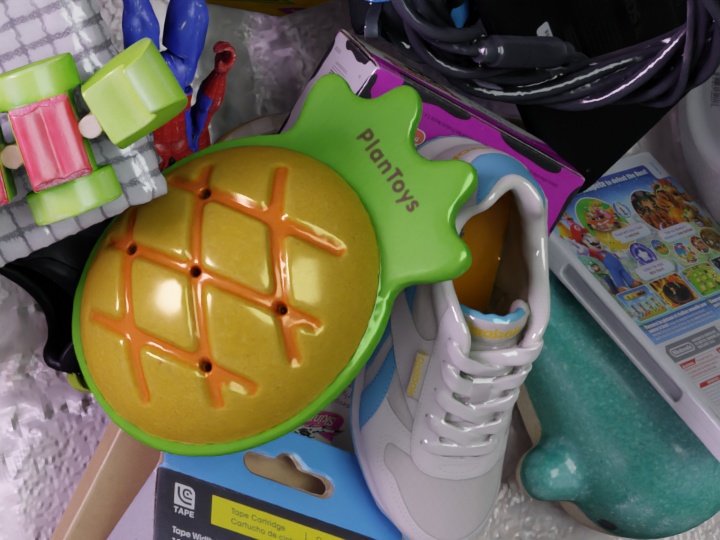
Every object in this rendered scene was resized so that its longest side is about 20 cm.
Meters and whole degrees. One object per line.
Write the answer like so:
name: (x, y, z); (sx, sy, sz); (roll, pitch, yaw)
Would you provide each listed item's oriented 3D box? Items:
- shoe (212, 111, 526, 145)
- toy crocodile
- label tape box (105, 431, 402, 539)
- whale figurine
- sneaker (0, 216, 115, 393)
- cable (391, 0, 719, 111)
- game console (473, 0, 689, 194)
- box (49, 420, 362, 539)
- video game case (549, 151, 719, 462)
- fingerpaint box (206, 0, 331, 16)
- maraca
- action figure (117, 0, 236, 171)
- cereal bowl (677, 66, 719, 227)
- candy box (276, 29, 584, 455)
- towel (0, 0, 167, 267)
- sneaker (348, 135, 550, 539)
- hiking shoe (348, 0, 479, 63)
shoe: (0.009, -0.060, 1.120); (0.199, 0.053, 0.070); (-6, 73, -36)
toy crocodile: (-0.166, -0.042, 0.872); (0.199, 0.062, 0.068); (-18, 98, 0)
label tape box: (-0.052, 0.174, 0.989); (0.144, 0.063, 0.201); (23, 49, -29)
whale figurine: (0.141, 0.060, 1.174); (0.200, 0.104, 0.159); (47, 64, -20)
sneaker: (-0.152, -0.036, 1.012); (0.083, 0.072, 0.201); (-30, 102, -28)
cable: (0.104, -0.128, 1.016); (0.200, 0.163, 0.051); (56, 18, -55)
game console: (0.110, -0.175, 1.150); (0.176, 0.116, 0.200); (-43, 136, -14)
box: (-0.086, 0.168, 1.034); (0.163, 0.021, 0.200); (28, 88, -29)
video game case: (0.182, 0.019, 1.170); (0.143, 0.018, 0.200); (-17, 60, -48)
fingerpaint box: (-0.085, -0.244, 1.070); (0.166, 0.073, 0.201); (7, 82, -33)
maraca: (-0.041, -0.002, 0.954); (0.200, 0.107, 0.137); (-37, 74, 5)
action figure: (-0.095, -0.102, 1.023); (0.065, 0.052, 0.201); (-15, 130, -26)
cereal bowl: (0.245, -0.097, 1.199); (0.083, 0.200, 0.201); (-1, 87, -31)
candy box: (0.000, 0.000, 1.063); (0.136, 0.061, 0.200); (26, 102, -29)
towel: (-0.201, -0.075, 0.940); (0.199, 0.086, 0.166); (-24, 99, 1)
sneaker: (0.045, 0.041, 1.000); (0.076, 0.081, 0.201); (-2, 103, -21)
hiking shoe: (0.034, -0.151, 1.112); (0.200, 0.074, 0.087); (6, 92, -66)
